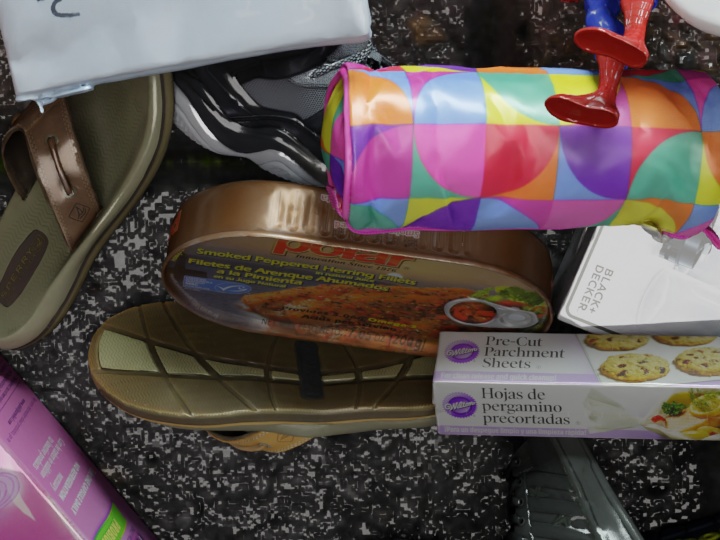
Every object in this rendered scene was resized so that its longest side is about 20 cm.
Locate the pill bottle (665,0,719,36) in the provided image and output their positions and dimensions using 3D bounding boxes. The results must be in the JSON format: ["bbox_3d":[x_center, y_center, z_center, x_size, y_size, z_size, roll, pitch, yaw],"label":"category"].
[{"bbox_3d":[0.232,-0.156,0.951,0.114,0.200,0.115,-1,89,43],"label":"pill bottle"}]

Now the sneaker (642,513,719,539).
[{"bbox_3d":[0.205,0.178,1.098,0.199,0.074,0.082,-16,101,13],"label":"sneaker"}]

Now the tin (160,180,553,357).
[{"bbox_3d":[0.000,0.000,1.033,0.199,0.112,0.042,8,67,-5],"label":"tin"}]

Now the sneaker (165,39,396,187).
[{"bbox_3d":[0.002,-0.097,1.017,0.200,0.076,0.114,18,131,0],"label":"sneaker"}]

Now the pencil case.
[{"bbox_3d":[0.081,-0.055,0.968,0.199,0.088,0.089,2,103,-8],"label":"pencil case"}]

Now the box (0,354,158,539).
[{"bbox_3d":[-0.214,0.171,1.088,0.176,0.097,0.200,-37,100,8],"label":"box"}]

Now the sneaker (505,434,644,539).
[{"bbox_3d":[0.092,0.152,1.050,0.104,0.060,0.200,-28,67,-5],"label":"sneaker"}]

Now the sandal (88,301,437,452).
[{"bbox_3d":[-0.046,0.065,1.082,0.199,0.080,0.054,4,135,-7],"label":"sandal"}]

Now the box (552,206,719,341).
[{"bbox_3d":[0.212,0.005,1.063,0.200,0.060,0.117,21,102,-3],"label":"box"}]

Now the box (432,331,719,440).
[{"bbox_3d":[0.137,0.059,1.028,0.199,0.041,0.039,1,130,10],"label":"box"}]

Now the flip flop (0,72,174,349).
[{"bbox_3d":[-0.159,-0.049,1.046,0.081,0.058,0.200,43,110,36],"label":"flip flop"}]

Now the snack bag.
[{"bbox_3d":[-0.093,-0.182,0.912,0.188,0.021,0.201,-9,107,16],"label":"snack bag"}]

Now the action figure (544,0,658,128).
[{"bbox_3d":[0.121,-0.152,0.972,0.052,0.200,0.066,17,134,3],"label":"action figure"}]
